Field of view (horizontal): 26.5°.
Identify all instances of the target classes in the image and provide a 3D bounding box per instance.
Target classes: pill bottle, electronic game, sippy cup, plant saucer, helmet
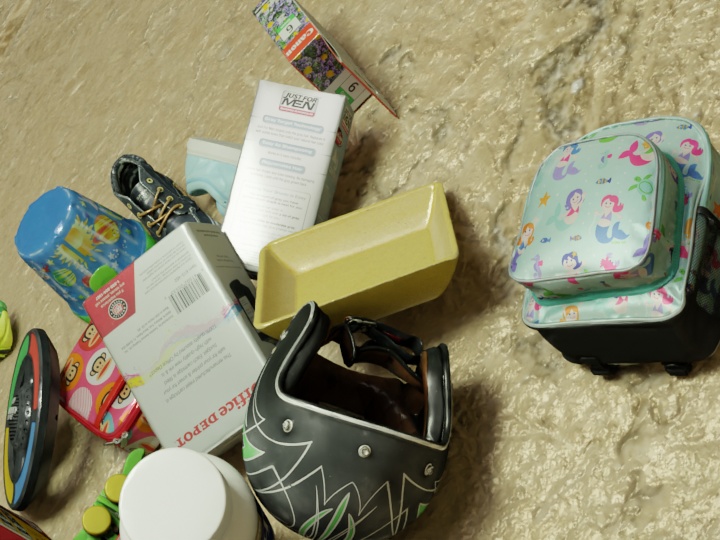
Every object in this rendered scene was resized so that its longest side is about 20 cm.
[{"bbox_3d":[-0.141,0.223,1.309,0.118,0.200,0.121,-2,68,5],"label":"pill bottle"},{"bbox_3d":[-0.370,0.165,1.697,0.200,0.041,0.203,-172,90,-69],"label":"electronic game"},{"bbox_3d":[-0.329,-0.026,1.794,0.176,0.130,0.141,-7,57,39],"label":"sippy cup"},{"bbox_3d":[0.000,0.000,1.460,0.198,0.049,0.200,-20,23,6],"label":"plant saucer"},{"bbox_3d":[-0.012,0.143,1.322,0.198,0.200,0.193,-17,46,33],"label":"helmet"}]

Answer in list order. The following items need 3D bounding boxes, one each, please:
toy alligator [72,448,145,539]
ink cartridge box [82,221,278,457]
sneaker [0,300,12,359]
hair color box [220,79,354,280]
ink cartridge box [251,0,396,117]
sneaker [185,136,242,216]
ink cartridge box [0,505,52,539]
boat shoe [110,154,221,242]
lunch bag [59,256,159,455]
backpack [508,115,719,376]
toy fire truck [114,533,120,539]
[{"bbox_3d":[-0.263,0.275,1.557,0.054,0.059,0.201,30,66,7],"label":"toy alligator"},{"bbox_3d":[-0.162,0.076,1.525,0.145,0.083,0.201,-35,78,17],"label":"ink cartridge box"},{"bbox_3d":[-0.518,0.091,1.933,0.198,0.074,0.084,-18,52,21],"label":"sneaker"},{"bbox_3d":[-0.079,-0.089,1.599,0.098,0.061,0.203,12,81,12],"label":"hair color box"},{"bbox_3d":[-0.042,-0.230,1.692,0.050,0.109,0.201,-43,41,8],"label":"ink cartridge box"},{"bbox_3d":[-0.121,-0.095,1.714,0.199,0.073,0.083,18,103,43],"label":"sneaker"},{"bbox_3d":[-0.391,0.286,1.563,0.175,0.200,0.084,25,77,49],"label":"ink cartridge box"},{"bbox_3d":[-0.225,-0.063,1.753,0.071,0.091,0.200,-51,39,3],"label":"boat shoe"},{"bbox_3d":[-0.227,0.096,1.651,0.175,0.082,0.201,27,83,46],"label":"lunch bag"},{"bbox_3d":[0.224,-0.033,1.276,0.176,0.151,0.202,-6,53,42],"label":"backpack"},{"bbox_3d":[-0.216,0.325,1.488,0.201,0.049,0.141,-52,40,-2],"label":"toy fire truck"}]
